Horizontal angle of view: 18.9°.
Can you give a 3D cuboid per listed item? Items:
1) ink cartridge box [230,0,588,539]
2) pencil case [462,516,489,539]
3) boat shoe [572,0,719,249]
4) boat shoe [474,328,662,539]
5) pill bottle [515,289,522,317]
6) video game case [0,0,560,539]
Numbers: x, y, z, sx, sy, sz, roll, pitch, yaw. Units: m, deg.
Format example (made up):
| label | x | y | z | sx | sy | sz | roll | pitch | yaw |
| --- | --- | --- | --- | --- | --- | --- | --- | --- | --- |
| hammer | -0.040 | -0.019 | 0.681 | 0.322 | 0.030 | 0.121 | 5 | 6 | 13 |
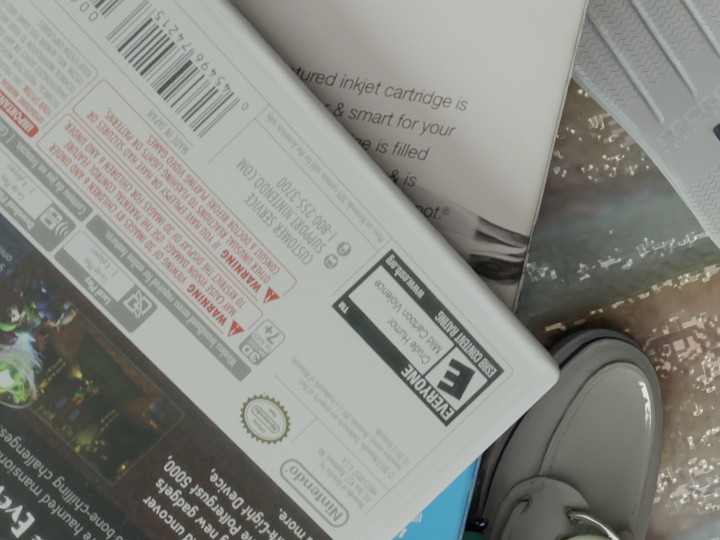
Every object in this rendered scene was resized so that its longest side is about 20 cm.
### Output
| label | x | y | z | sx | sy | sz | roll | pitch | yaw |
| --- | --- | --- | --- | --- | --- | --- | --- | --- | --- |
| ink cartridge box | -0.027 | -0.028 | 0.638 | 0.145 | 0.086 | 0.202 | 9 | 102 | -18 |
| pencil case | -0.044 | 0.112 | 0.710 | 0.198 | 0.086 | 0.093 | 11 | 135 | -23 |
| boat shoe | 0.097 | -0.084 | 0.743 | 0.072 | 0.071 | 0.201 | -32 | 123 | 1 |
| boat shoe | 0.075 | 0.117 | 0.797 | 0.073 | 0.067 | 0.202 | 25 | 77 | -22 |
| pill bottle | 0.000 | 0.000 | 0.776 | 0.118 | 0.120 | 0.202 | 5 | 113 | 1 |
| video game case | -0.071 | 0.022 | 0.584 | 0.182 | 0.023 | 0.200 | -43 | 113 | 0 |
